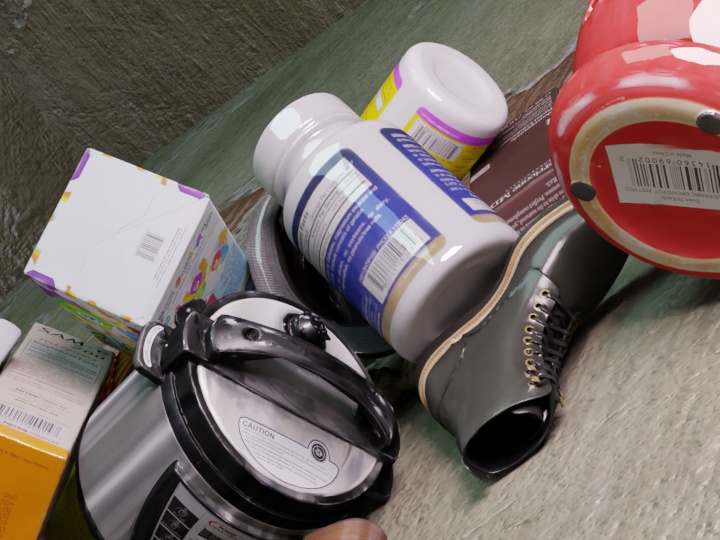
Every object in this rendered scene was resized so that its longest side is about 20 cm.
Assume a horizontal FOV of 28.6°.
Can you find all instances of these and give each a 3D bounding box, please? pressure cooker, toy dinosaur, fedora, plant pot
[{"bbox_3d":[-0.082,0.112,0.963,0.175,0.179,0.200,-11,-24,-51],"label":"pressure cooker"},{"bbox_3d":[-0.015,0.104,1.120,0.088,0.048,0.200,-30,7,-34],"label":"toy dinosaur"},{"bbox_3d":[0.000,0.000,1.135,0.176,0.201,0.090,-20,-30,-11],"label":"fedora"},{"bbox_3d":[0.221,-0.106,0.861,0.200,0.200,0.183,-22,32,51],"label":"plant pot"}]

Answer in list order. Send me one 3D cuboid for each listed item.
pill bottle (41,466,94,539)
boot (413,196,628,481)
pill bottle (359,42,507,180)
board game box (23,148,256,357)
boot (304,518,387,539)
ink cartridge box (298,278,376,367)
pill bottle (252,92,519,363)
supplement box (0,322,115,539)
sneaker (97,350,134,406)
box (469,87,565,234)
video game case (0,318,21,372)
[{"bbox_3d":[-0.205,0.198,1.193,0.200,0.113,0.113,-23,23,49],"label":"pill bottle"},{"bbox_3d":[0.126,0.042,0.917,0.200,0.077,0.138,-52,18,9],"label":"boot"},{"bbox_3d":[0.034,-0.093,1.226,0.200,0.104,0.104,-52,7,33],"label":"pill bottle"},{"bbox_3d":[-0.158,0.005,1.071,0.200,0.102,0.105,70,-137,-71],"label":"board game box"},{"bbox_3d":[-0.068,0.249,0.822,0.186,0.064,0.200,-36,20,26],"label":"boot"},{"bbox_3d":[-0.087,0.078,1.261,0.200,0.104,0.059,-34,17,26],"label":"ink cartridge box"},{"bbox_3d":[0.014,-0.038,1.031,0.119,0.200,0.120,-30,-33,-23],"label":"pill bottle"},{"bbox_3d":[-0.250,0.136,1.041,0.200,0.073,0.127,-90,23,-74],"label":"supplement box"},{"bbox_3d":[-0.161,0.068,1.208,0.199,0.073,0.077,-34,-6,9],"label":"sneaker"},{"bbox_3d":[0.147,-0.070,1.168,0.100,0.075,0.200,-36,17,17],"label":"box"},{"bbox_3d":[-0.324,0.148,1.016,0.182,0.023,0.200,-49,10,51],"label":"video game case"}]
